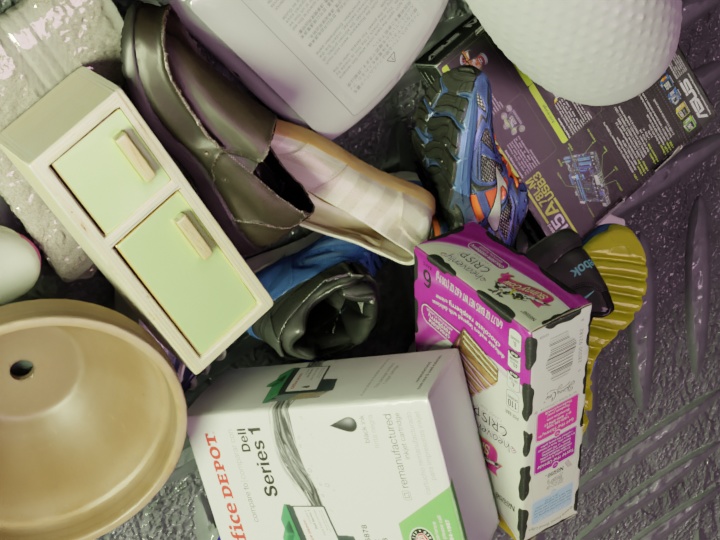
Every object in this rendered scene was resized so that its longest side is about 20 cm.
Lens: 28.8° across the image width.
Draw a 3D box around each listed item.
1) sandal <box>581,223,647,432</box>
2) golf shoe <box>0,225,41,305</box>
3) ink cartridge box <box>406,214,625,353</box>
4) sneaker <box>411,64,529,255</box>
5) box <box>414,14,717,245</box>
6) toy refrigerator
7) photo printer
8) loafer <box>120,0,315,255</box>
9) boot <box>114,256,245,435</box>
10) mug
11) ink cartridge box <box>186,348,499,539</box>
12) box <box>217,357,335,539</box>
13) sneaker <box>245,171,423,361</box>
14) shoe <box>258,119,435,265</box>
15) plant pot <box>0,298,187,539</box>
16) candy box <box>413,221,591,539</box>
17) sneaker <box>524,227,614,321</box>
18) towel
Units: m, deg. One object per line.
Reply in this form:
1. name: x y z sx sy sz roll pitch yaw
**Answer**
1. sandal: 0.179 0.047 1.191 0.079 0.087 0.201 20 109 -9
2. golf shoe: -0.287 0.014 0.877 0.199 0.091 0.076 -6 118 -36
3. ink cartridge box: 0.139 0.018 1.247 0.116 0.067 0.201 17 106 -44
4. sneaker: 0.089 -0.069 1.078 0.078 0.075 0.201 -19 129 -19
5. box: 0.172 -0.146 1.138 0.193 0.047 0.200 -41 112 -10
6. toy refrigerator: -0.143 -0.029 0.919 0.076 0.070 0.200 -42 127 -13
7. photo printer: -0.030 -0.194 0.973 0.167 0.069 0.200 -51 137 -1
8. loafer: -0.089 -0.099 0.924 0.071 0.073 0.200 -16 131 18
9. boot: -0.137 0.072 1.049 0.090 0.073 0.201 -5 119 -31
10. mug: 0.162 -0.230 1.026 0.175 0.147 0.201 49 46 -41
11. ink cartridge box: -0.014 0.146 1.032 0.084 0.199 0.147 -48 126 -60
12. box: 0.005 0.193 1.201 0.183 0.105 0.201 15 105 -44
13. sneaker: 0.000 0.001 1.090 0.199 0.111 0.077 -29 131 -22
14. shoe: -0.034 -0.060 1.015 0.199 0.070 0.054 21 68 -21
15. plant pot: -0.225 0.091 0.961 0.200 0.093 0.202 -12 127 -16
16. candy box: 0.101 0.084 1.041 0.061 0.136 0.201 -23 128 -26
17. sneaker: 0.128 0.056 1.121 0.075 0.079 0.200 -25 158 -43
18. towel: -0.191 -0.092 0.931 0.132 0.034 0.200 -41 135 -13
